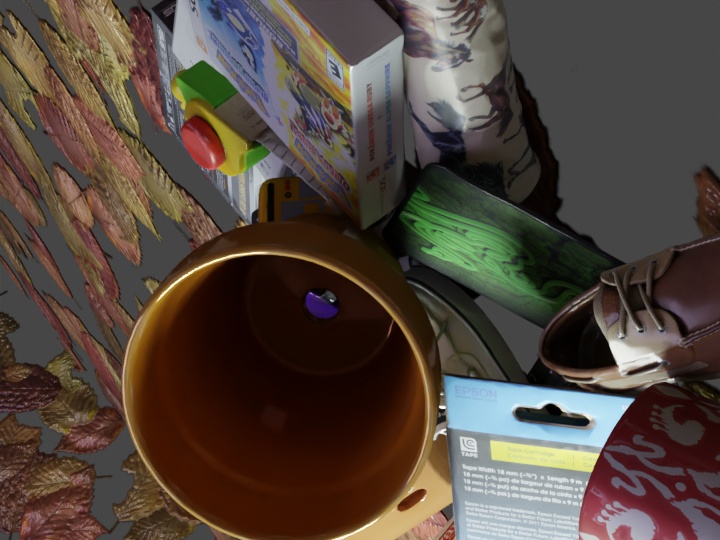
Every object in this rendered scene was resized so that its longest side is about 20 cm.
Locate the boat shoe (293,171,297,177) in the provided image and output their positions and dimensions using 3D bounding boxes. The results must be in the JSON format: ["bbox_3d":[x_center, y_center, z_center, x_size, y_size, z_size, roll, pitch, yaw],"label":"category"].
[{"bbox_3d":[-0.015,-0.069,1.225,0.063,0.074,0.200,55,168,6],"label":"boat shoe"}]

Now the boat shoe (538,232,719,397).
[{"bbox_3d":[0.167,0.028,0.851,0.200,0.071,0.077,135,138,-57],"label":"boat shoe"}]

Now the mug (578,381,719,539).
[{"bbox_3d":[0.217,0.168,0.802,0.199,0.179,0.133,26,179,30],"label":"mug"}]

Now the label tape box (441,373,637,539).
[{"bbox_3d":[0.134,0.140,0.978,0.142,0.063,0.202,6,122,19],"label":"label tape box"}]

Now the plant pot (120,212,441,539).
[{"bbox_3d":[-0.038,0.049,1.002,0.202,0.199,0.184,60,-162,-13],"label":"plant pot"}]

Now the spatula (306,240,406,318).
[{"bbox_3d":[0.000,0.000,1.107,0.056,0.021,0.199,31,138,-30],"label":"spatula"}]

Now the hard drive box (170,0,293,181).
[{"bbox_3d":[-0.071,-0.174,1.177,0.157,0.076,0.200,53,162,7],"label":"hard drive box"}]

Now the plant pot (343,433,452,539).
[{"bbox_3d":[0.003,0.125,1.175,0.200,0.139,0.202,45,-147,-40],"label":"plant pot"}]

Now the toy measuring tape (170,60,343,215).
[{"bbox_3d":[-0.072,-0.086,1.109,0.200,0.073,0.074,39,157,29],"label":"toy measuring tape"}]

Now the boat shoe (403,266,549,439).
[{"bbox_3d":[0.068,0.095,1.078,0.203,0.086,0.075,56,147,8],"label":"boat shoe"}]

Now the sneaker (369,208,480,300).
[{"bbox_3d":[0.054,-0.013,1.150,0.091,0.066,0.200,59,160,-4],"label":"sneaker"}]

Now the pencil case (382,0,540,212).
[{"bbox_3d":[0.060,-0.125,0.924,0.077,0.090,0.201,-2,135,16],"label":"pencil case"}]

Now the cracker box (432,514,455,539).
[{"bbox_3d":[0.145,0.201,1.167,0.058,0.134,0.200,48,164,-12],"label":"cracker box"}]

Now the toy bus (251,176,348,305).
[{"bbox_3d":[-0.043,-0.001,1.204,0.201,0.077,0.066,78,-172,-64],"label":"toy bus"}]

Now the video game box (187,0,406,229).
[{"bbox_3d":[-0.047,-0.148,0.958,0.200,0.047,0.183,49,165,24],"label":"video game box"}]

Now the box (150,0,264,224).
[{"bbox_3d":[-0.127,-0.147,1.415,0.159,0.048,0.201,49,161,19],"label":"box"}]

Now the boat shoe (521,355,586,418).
[{"bbox_3d":[0.129,0.103,1.150,0.066,0.074,0.200,54,162,9],"label":"boat shoe"}]

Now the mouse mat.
[{"bbox_3d":[0.113,0.002,0.981,0.198,0.008,0.161,29,161,-1],"label":"mouse mat"}]
